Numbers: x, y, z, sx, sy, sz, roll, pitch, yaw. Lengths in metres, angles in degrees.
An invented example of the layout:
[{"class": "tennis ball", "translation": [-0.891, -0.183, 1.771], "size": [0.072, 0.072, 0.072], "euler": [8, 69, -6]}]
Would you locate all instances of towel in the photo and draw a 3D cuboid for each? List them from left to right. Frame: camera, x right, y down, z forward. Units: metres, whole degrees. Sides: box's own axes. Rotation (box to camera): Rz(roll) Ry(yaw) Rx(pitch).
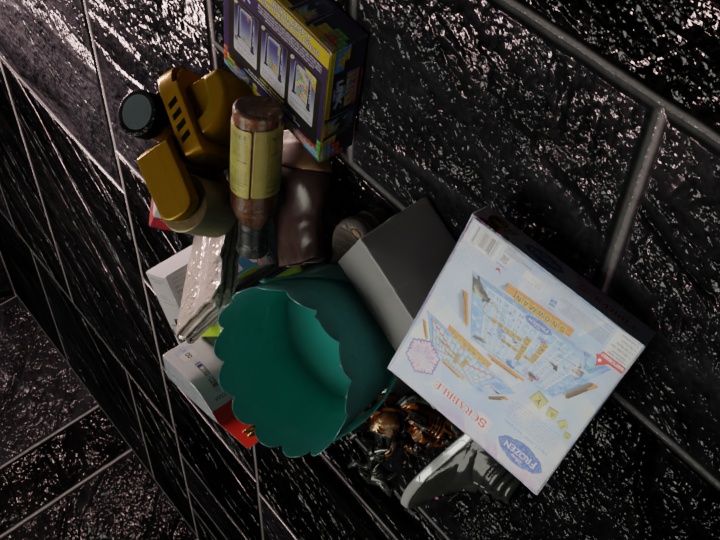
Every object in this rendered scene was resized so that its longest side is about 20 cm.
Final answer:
[{"class": "towel", "translation": [-0.198, -0.012, 1.292], "size": [0.034, 0.203, 0.132], "euler": [22, 141, -25]}]

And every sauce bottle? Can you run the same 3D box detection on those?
[{"class": "sauce bottle", "translation": [-0.128, -0.107, 1.164], "size": [0.066, 0.065, 0.203], "euler": [39, 135, 34]}]

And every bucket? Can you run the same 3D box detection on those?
[{"class": "bucket", "translation": [-0.057, 0.096, 1.136], "size": [0.204, 0.134, 0.211], "euler": [14, 116, 31]}]

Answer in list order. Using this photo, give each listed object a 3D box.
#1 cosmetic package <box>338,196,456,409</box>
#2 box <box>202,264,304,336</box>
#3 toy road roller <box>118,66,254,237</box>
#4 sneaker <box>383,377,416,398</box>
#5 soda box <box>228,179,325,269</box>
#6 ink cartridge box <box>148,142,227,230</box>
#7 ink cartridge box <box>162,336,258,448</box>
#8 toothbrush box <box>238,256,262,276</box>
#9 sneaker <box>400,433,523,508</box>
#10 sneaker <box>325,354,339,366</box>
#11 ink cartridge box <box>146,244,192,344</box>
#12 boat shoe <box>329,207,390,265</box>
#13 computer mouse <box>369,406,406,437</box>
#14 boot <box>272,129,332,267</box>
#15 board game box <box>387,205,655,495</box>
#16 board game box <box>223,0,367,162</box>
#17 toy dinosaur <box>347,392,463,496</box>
[{"class": "cosmetic package", "translation": [0.076, 0.035, 1.073], "size": [0.202, 0.106, 0.090], "euler": [57, 153, 8]}, {"class": "box", "translation": [-0.149, 0.041, 1.315], "size": [0.199, 0.121, 0.048], "euler": [-7, 115, 61]}, {"class": "toy road roller", "translation": [-0.191, -0.155, 1.189], "size": [0.203, 0.144, 0.123], "euler": [67, -161, 12]}, {"class": "sneaker", "translation": [0.006, 0.094, 1.302], "size": [0.200, 0.074, 0.088], "euler": [44, 144, 26]}, {"class": "soda box", "translation": [-0.117, -0.051, 1.371], "size": [0.202, 0.063, 0.068], "euler": [61, 153, -5]}, {"class": "ink cartridge box", "translation": [-0.243, -0.157, 1.388], "size": [0.200, 0.081, 0.150], "euler": [139, 136, -64]}, {"class": "ink cartridge box", "translation": [-0.157, 0.140, 1.349], "size": [0.199, 0.159, 0.048], "euler": [32, 140, 39]}, {"class": "toothbrush box", "translation": [-0.119, 0.082, 1.491], "size": [0.200, 0.085, 0.148], "euler": [45, 150, 24]}, {"class": "sneaker", "translation": [0.133, 0.259, 1.180], "size": [0.100, 0.070, 0.200], "euler": [50, 121, 12]}, {"class": "sneaker", "translation": [0.032, 0.114, 1.224], "size": [0.198, 0.075, 0.088], "euler": [-13, 118, 40]}, {"class": "ink cartridge box", "translation": [-0.247, 0.059, 1.626], "size": [0.084, 0.145, 0.203], "euler": [11, 129, 54]}, {"class": "boat shoe", "translation": [0.000, 0.000, 1.209], "size": [0.075, 0.073, 0.201], "euler": [46, 146, 17]}, {"class": "computer mouse", "translation": [0.020, 0.184, 1.388], "size": [0.200, 0.052, 0.140], "euler": [46, 151, 25]}, {"class": "boot", "translation": [-0.106, -0.089, 1.236], "size": [0.198, 0.071, 0.170], "euler": [-4, 85, 54]}, {"class": "board game box", "translation": [0.147, 0.078, 0.938], "size": [0.199, 0.041, 0.201], "euler": [39, 122, 18]}, {"class": "board game box", "translation": [-0.080, -0.251, 1.104], "size": [0.200, 0.056, 0.167], "euler": [47, 150, 24]}, {"class": "toy dinosaur", "translation": [0.038, 0.198, 1.255], "size": [0.197, 0.102, 0.137], "euler": [27, 131, 11]}]
